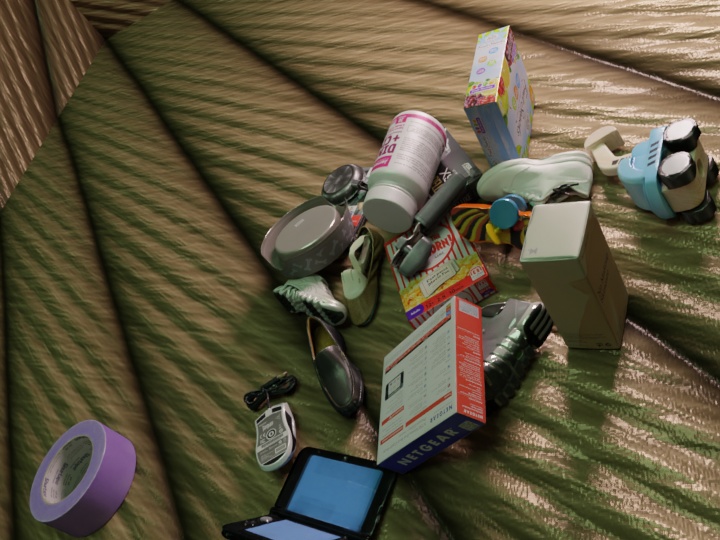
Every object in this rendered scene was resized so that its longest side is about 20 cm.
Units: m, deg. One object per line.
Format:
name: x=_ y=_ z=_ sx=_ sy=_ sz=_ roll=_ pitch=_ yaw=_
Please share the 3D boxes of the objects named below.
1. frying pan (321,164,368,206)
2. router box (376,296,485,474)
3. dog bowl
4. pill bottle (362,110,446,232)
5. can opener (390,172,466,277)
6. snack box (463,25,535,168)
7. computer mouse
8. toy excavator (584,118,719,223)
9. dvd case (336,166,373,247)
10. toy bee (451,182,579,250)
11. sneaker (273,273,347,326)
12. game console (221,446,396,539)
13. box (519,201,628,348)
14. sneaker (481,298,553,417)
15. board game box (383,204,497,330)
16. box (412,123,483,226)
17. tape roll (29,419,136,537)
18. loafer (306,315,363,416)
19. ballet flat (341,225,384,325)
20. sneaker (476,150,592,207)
frying pan: x=-0.025 y=-0.169 z=1.415 sx=0.115 sy=0.031 sz=0.190 roll=-44 pitch=36 yaw=-1
router box: x=0.096 y=0.166 z=0.961 sx=0.200 sy=0.048 sz=0.182 roll=-47 pitch=28 yaw=45
dog bowl: x=-0.099 y=-0.066 z=1.332 sx=0.197 sy=0.059 sz=0.202 roll=-23 pitch=31 yaw=15
pill bottle: x=0.078 y=-0.177 z=1.219 sx=0.112 sy=0.114 sz=0.203 roll=-2 pitch=54 yaw=37
can opener: x=0.125 y=-0.074 z=1.159 sx=0.067 sy=0.053 sz=0.201 roll=38 pitch=80 yaw=18
snack box: x=0.256 y=-0.304 z=1.222 sx=0.066 sy=0.169 sz=0.203 roll=-5 pitch=51 yaw=31
computer mouse: x=-0.146 y=0.265 z=1.150 sx=0.108 sy=0.044 sz=0.201 roll=-29 pitch=36 yaw=9
toy excavator: x=0.424 y=-0.159 z=1.024 sx=0.198 sy=0.100 sz=0.197 roll=-10 pitch=47 yaw=44
dvd case: x=-0.031 y=-0.136 z=1.426 sx=0.144 sy=0.022 sz=0.203 roll=2 pitch=58 yaw=40
toy bee: x=0.241 y=-0.064 z=1.067 sx=0.129 sy=0.111 sz=0.198 roll=-17 pitch=9 yaw=-38
sneaker: x=-0.086 y=0.045 z=1.271 sx=0.081 sy=0.076 sz=0.198 roll=-47 pitch=37 yaw=-20
game console: x=-0.075 y=0.334 z=0.977 sx=0.197 sy=0.174 sz=0.119 roll=-1 pitch=82 yaw=39
box: x=0.286 y=0.011 z=0.892 sx=0.077 sy=0.200 sz=0.096 roll=-2 pitch=53 yaw=37
sneaker: x=0.186 y=0.122 z=0.990 sx=0.200 sy=0.075 sz=0.115 roll=-47 pitch=30 yaw=-13
board game box: x=0.131 y=-0.007 z=1.157 sx=0.150 sy=0.046 sz=0.202 roll=-31 pitch=41 yaw=13
box: x=0.138 y=-0.175 z=1.297 sx=0.156 sy=0.050 sz=0.201 roll=-35 pitch=40 yaw=10
tape roll: x=-0.541 y=0.403 z=1.319 sx=0.197 sy=0.085 sz=0.203 roll=-22 pitch=43 yaw=22
loafer: x=-0.052 y=0.158 z=1.141 sx=0.072 sy=0.072 sz=0.201 roll=-37 pitch=41 yaw=4
ballet flat: x=0.000 y=0.000 z=1.238 sx=0.067 sy=0.072 sz=0.203 roll=-11 pitch=49 yaw=34
sneaker: x=0.287 y=-0.136 z=1.131 sx=0.197 sy=0.075 sz=0.090 roll=-11 pitch=60 yaw=31
